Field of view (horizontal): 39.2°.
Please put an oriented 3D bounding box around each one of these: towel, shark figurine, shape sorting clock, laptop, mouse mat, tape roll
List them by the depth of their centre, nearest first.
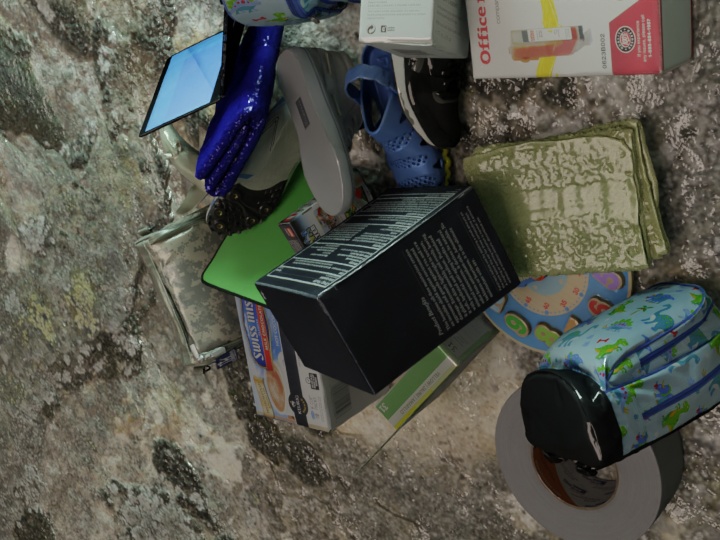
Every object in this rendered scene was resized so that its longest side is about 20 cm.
[{"bbox_3d":[0.203,-0.066,1.018,0.198,0.036,0.150,-7,100,34],"label":"towel"},{"bbox_3d":[0.196,-0.001,1.088,0.198,0.039,0.202,18,120,34],"label":"shape sorting clock"},{"bbox_3d":[0.249,0.200,1.113,0.199,0.066,0.203,17,118,35],"label":"tape roll"},{"bbox_3d":[-0.192,-0.281,1.184,0.102,0.178,0.201,8,133,-4],"label":"laptop"},{"bbox_3d":[-0.144,-0.200,1.197,0.049,0.201,0.148,20,133,-17],"label":"towel"},{"bbox_3d":[-0.099,-0.052,1.230,0.160,0.201,0.008,17,162,43],"label":"mouse mat"},{"bbox_3d":[-0.216,-0.157,1.331,0.128,0.089,0.215,-44,75,14],"label":"shark figurine"}]

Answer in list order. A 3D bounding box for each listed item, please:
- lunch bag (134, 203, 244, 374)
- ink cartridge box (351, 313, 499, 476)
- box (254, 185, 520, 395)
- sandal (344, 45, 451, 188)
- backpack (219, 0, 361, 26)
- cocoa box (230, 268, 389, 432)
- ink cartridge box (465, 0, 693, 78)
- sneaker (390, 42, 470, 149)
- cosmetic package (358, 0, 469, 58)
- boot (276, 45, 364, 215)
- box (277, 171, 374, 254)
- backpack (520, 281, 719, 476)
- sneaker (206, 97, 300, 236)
[{"bbox_3d":[-0.200,0.018,1.346,0.138,0.167,0.202,-17,98,43],"label":"lunch bag"},{"bbox_3d":[0.064,0.134,1.149,0.048,0.199,0.146,46,132,11],"label":"ink cartridge box"},{"bbox_3d":[0.022,0.014,1.058,0.124,0.197,0.200,61,162,-15],"label":"box"},{"bbox_3d":[0.035,-0.161,1.124,0.079,0.087,0.202,-17,99,41],"label":"sandal"},{"bbox_3d":[-0.066,-0.349,1.049,0.145,0.200,0.185,0,109,19],"label":"backpack"},{"bbox_3d":[-0.062,0.078,1.277,0.130,0.133,0.203,6,112,38],"label":"cocoa box"},{"bbox_3d":[0.199,-0.258,0.941,0.198,0.083,0.147,7,113,38],"label":"ink cartridge box"},{"bbox_3d":[0.082,-0.229,1.064,0.087,0.076,0.202,-11,101,37],"label":"sneaker"},{"bbox_3d":[0.059,-0.313,0.975,0.080,0.113,0.203,7,97,23],"label":"cosmetic package"},{"bbox_3d":[-0.022,-0.163,1.144,0.073,0.095,0.202,-30,74,53],"label":"boot"},{"bbox_3d":[0.000,0.000,1.178,0.201,0.110,0.035,60,156,-15],"label":"box"},{"bbox_3d":[0.266,0.097,0.967,0.163,0.197,0.156,178,82,-76],"label":"backpack"},{"bbox_3d":[-0.121,-0.129,1.241,0.201,0.072,0.073,-52,33,7],"label":"sneaker"}]
